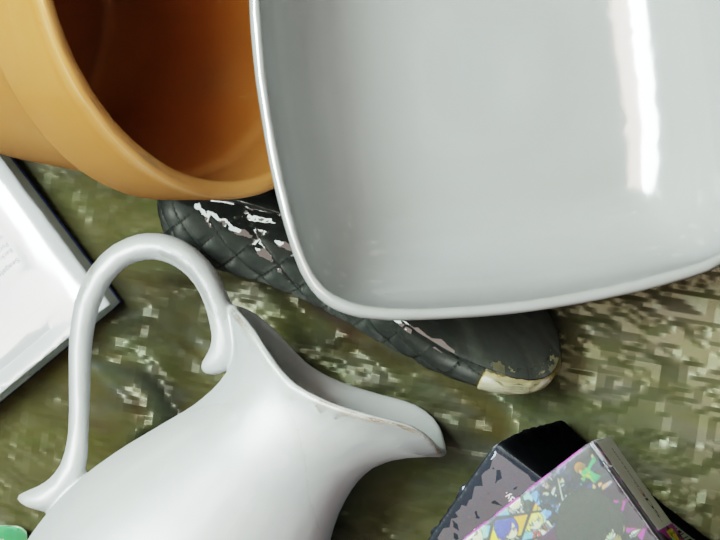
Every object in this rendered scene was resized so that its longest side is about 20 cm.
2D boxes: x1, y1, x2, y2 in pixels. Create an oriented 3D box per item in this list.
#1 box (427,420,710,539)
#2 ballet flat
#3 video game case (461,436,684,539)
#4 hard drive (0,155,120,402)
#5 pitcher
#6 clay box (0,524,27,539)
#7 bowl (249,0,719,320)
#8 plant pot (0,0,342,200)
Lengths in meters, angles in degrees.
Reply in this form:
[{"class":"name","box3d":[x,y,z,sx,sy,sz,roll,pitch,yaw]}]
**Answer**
[{"class":"box","box3d":[0.071,0.187,1.082,0.148,0.104,0.200,38,103,14]},{"class":"ballet flat","box3d":[0.000,0.000,1.138,0.200,0.066,0.057,29,140,18]},{"class":"video game case","box3d":[0.069,0.195,1.008,0.200,0.036,0.181,-40,79,16]},{"class":"hard drive","box3d":[-0.221,-0.024,1.209,0.132,0.025,0.200,-39,85,13]},{"class":"pitcher","box3d":[-0.087,0.101,1.127,0.171,0.121,0.200,38,95,8]},{"class":"clay box","box3d":[-0.211,0.217,1.212,0.115,0.048,0.201,0,92,19]},{"class":"bowl","box3d":[0.055,-0.083,1.073,0.199,0.075,0.200,-7,89,-5]},{"class":"plant pot","box3d":[-0.111,-0.125,1.100,0.140,0.200,0.201,-4,90,40]}]
